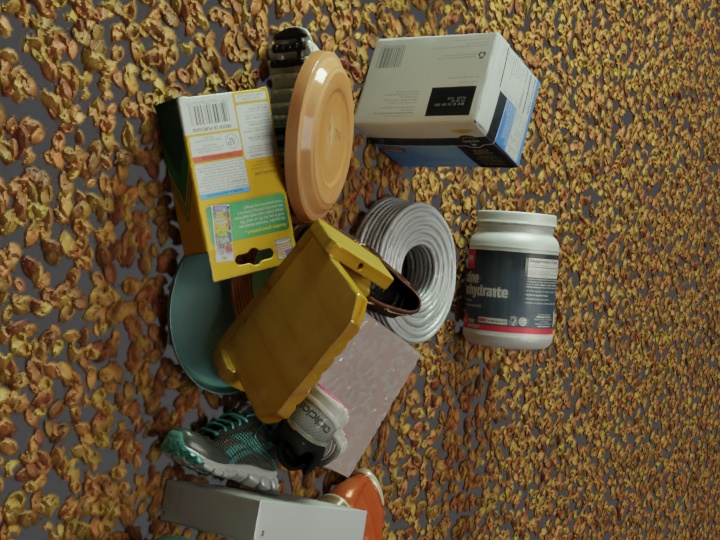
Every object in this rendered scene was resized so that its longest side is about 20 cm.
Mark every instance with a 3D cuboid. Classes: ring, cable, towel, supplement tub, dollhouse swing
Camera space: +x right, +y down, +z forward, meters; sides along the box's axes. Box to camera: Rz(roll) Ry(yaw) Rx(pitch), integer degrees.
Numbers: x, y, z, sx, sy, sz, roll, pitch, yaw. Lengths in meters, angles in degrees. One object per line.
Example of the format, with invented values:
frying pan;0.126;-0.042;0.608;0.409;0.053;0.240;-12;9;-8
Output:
ring;-0.085;0.008;1.421;0.199;0.019;0.204;-8;101;-51
cable;0.059;0.002;1.606;0.200;0.069;0.201;-52;131;-35
towel;-0.023;0.154;1.505;0.191;0.032;0.201;36;84;-49
supplement tub;0.230;0.014;1.772;0.140;0.139;0.203;3;91;-52
dollhouse swing;-0.039;0.082;1.297;0.201;0.176;0.181;-50;139;7

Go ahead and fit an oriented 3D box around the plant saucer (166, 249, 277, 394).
plant saucer;-0.158;0.043;1.365;0.199;0.027;0.203;-8;101;-51

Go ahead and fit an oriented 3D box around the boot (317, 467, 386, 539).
boot;0.008;0.370;1.583;0.107;0.074;0.202;-40;124;-48

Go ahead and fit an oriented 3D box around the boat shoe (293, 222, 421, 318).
boat shoe;0.000;0.000;1.445;0.199;0.070;0.071;31;77;-40

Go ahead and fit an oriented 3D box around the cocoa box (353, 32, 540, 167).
cocoa box;0.115;-0.222;1.548;0.131;0.198;0.135;34;67;-49

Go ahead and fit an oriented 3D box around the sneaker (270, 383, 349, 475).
sneaker;-0.065;0.200;1.373;0.087;0.074;0.200;-42;167;-18

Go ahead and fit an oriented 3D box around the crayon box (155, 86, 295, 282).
crayon box;-0.148;-0.096;1.305;0.125;0.051;0.203;-14;95;-41

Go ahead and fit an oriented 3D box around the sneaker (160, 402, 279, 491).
sneaker;-0.155;0.194;1.349;0.200;0.077;0.092;33;71;-57

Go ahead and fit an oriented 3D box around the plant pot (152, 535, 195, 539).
plant pot;-0.213;0.391;1.216;0.189;0.197;0.202;-60;138;-51

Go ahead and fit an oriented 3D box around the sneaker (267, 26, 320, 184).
sneaker;-0.080;-0.188;1.409;0.081;0.074;0.203;29;71;-59

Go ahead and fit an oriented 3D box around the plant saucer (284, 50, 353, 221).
plant saucer;-0.044;-0.159;1.388;0.200;0.032;0.203;8;90;-76

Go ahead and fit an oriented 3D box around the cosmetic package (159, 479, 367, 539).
cosmetic package;-0.110;0.285;1.355;0.199;0.149;0.052;21;78;-52
